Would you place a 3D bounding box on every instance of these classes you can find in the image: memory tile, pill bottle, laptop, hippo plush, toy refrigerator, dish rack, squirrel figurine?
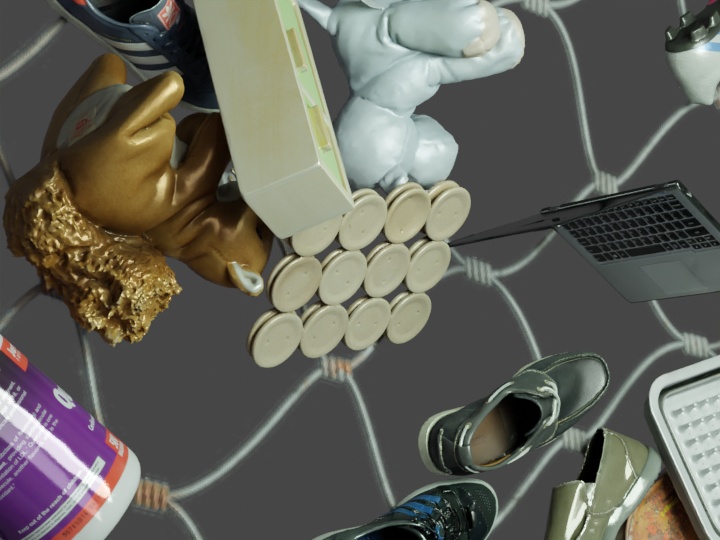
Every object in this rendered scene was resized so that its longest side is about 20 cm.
[{"bbox_3d":[0.000,0.000,1.491,0.200,0.017,0.153,-7,125,-45],"label":"memory tile"},{"bbox_3d":[-0.260,0.117,1.332,0.200,0.112,0.112,45,65,-19],"label":"pill bottle"},{"bbox_3d":[0.200,-0.005,1.576,0.200,0.187,0.116,43,66,-20],"label":"laptop"},{"bbox_3d":[0.039,-0.139,1.512,0.200,0.159,0.161,6,92,-48],"label":"hippo plush"},{"bbox_3d":[-0.064,-0.132,1.386,0.076,0.070,0.200,51,21,-57],"label":"toy refrigerator"},{"bbox_3d":[0.349,0.159,1.686,0.200,0.044,0.172,-15,76,-32],"label":"dish rack"},{"bbox_3d":[-0.159,-0.036,1.414,0.187,0.142,0.200,47,71,-30],"label":"squirrel figurine"}]

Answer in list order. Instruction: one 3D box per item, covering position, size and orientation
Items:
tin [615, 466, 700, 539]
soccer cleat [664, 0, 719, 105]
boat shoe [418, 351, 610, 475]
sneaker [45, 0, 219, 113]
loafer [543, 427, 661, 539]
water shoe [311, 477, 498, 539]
[{"bbox_3d":[0.302,0.227,1.678,0.200,0.042,0.112,-36,83,-35],"label":"tin"},{"bbox_3d":[0.362,-0.230,1.778,0.200,0.070,0.086,-38,119,-26],"label":"soccer cleat"},{"bbox_3d":[0.146,0.123,1.601,0.200,0.068,0.072,-23,95,-32],"label":"boat shoe"},{"bbox_3d":[-0.152,-0.188,1.448,0.200,0.085,0.075,30,70,-25],"label":"sneaker"},{"bbox_3d":[0.183,0.217,1.616,0.070,0.075,0.200,41,61,-8],"label":"loafer"},{"bbox_3d":[0.045,0.225,1.520,0.200,0.079,0.072,-20,95,-31],"label":"water shoe"}]
